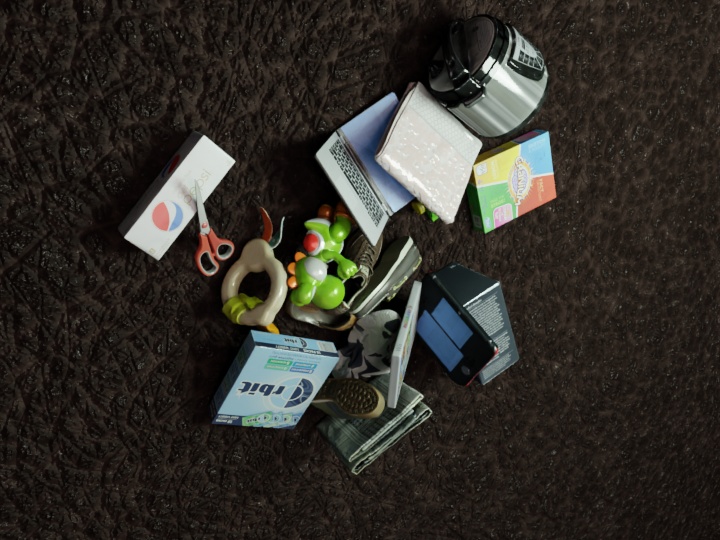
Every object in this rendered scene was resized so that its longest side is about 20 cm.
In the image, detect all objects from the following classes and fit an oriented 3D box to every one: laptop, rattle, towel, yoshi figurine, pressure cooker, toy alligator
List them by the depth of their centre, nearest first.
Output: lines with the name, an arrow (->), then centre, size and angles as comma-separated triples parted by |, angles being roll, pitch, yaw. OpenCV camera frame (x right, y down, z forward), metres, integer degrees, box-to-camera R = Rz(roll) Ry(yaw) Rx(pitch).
laptop -> 0.038, -0.180, 1.144 | 0.116, 0.200, 0.187 | -25, 110, 26
yoshi figurine -> -0.054, -0.015, 1.144 | 0.112, 0.112, 0.200 | 87, 23, -64
rattle -> -0.153, 0.008, 1.153 | 0.143, 0.130, 0.201 | 26, 66, -44
pressure cooker -> 0.217, -0.352, 1.174 | 0.200, 0.176, 0.179 | 28, 93, -33
towel -> 0.130, -0.216, 1.194 | 0.200, 0.032, 0.191 | 37, 64, -28
toy alligator -> 0.116, -0.171, 1.250 | 0.059, 0.054, 0.200 | -37, 121, -14
towel -> 0.019, 0.284, 1.268 | 0.192, 0.200, 0.035 | -35, 114, -14

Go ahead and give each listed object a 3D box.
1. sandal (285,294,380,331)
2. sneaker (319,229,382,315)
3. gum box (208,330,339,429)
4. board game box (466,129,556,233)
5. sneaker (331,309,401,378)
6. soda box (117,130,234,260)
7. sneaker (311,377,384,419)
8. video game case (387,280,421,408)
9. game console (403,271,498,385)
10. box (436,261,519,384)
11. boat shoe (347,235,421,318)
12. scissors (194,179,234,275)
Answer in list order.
sandal -> -0.045, 0.077, 1.245 | 0.200, 0.055, 0.082 | 13, 100, -32
sneaker -> 0.000, 0.000, 1.207 | 0.070, 0.075, 0.200 | 42, 67, -30
gum box -> -0.159, 0.204, 1.189 | 0.170, 0.045, 0.200 | 12, 122, -33
board game box -> 0.313, -0.188, 1.366 | 0.200, 0.040, 0.153 | -27, 118, -20
sneaker -> 0.041, 0.146, 1.280 | 0.129, 0.080, 0.199 | 2, 132, -45
soda box -> -0.290, -0.119, 1.031 | 0.068, 0.064, 0.200 | 39, 86, -33
sneaker -> -0.019, 0.248, 1.245 | 0.090, 0.200, 0.067 | 41, 62, -42
video game case -> 0.083, 0.136, 1.225 | 0.018, 0.200, 0.143 | 11, 131, 9
game console -> 0.168, 0.118, 1.273 | 0.031, 0.200, 0.177 | -30, 160, -26
box -> 0.223, 0.107, 1.353 | 0.107, 0.148, 0.200 | -31, 119, -18
boat shoe -> 0.051, 0.021, 1.244 | 0.061, 0.072, 0.201 | 51, 61, -23
scissors -> -0.254, -0.061, 1.050 | 0.073, 0.014, 0.200 | -41, 152, -17
